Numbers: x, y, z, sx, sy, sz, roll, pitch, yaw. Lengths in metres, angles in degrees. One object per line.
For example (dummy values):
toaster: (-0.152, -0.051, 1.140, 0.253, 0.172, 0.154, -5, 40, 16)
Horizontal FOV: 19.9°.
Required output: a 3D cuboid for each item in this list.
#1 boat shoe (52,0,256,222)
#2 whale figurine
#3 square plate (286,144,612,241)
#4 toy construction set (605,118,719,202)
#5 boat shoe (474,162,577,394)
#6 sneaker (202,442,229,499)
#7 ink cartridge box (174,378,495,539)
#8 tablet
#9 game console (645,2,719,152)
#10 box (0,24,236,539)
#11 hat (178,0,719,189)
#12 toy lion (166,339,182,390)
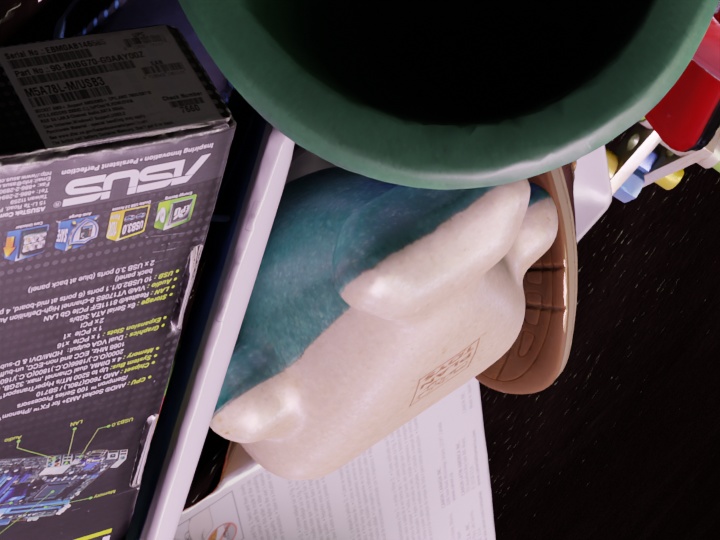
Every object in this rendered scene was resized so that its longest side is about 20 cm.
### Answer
boat shoe: (-0.096, -0.008, 0.631, 0.201, 0.084, 0.069, -57, 173, 7)
whale figurine: (0.000, 0.000, 0.760, 0.158, 0.104, 0.200, -32, 169, -16)
square plate: (0.035, -0.036, 0.930, 0.198, 0.028, 0.201, -44, 143, -21)
toy construction set: (0.207, -0.118, 1.069, 0.199, 0.092, 0.132, -21, -140, 38)
boat shoe: (0.064, -0.051, 0.851, 0.072, 0.072, 0.202, -27, 109, -52)
sneaker: (-0.010, 0.085, 1.011, 0.199, 0.060, 0.105, -28, 123, -40)
ink cartridge box: (-0.033, 0.113, 0.913, 0.199, 0.057, 0.163, -27, 139, -16)
tablet: (-0.055, 0.036, 0.683, 0.130, 0.014, 0.202, -110, -143, -79)
game console: (0.190, -0.184, 0.974, 0.118, 0.173, 0.201, -6, 137, -30)
box: (-0.144, 0.032, 0.547, 0.199, 0.048, 0.194, -13, 143, -29)
hat: (0.036, -0.093, 0.677, 0.165, 0.200, 0.176, -42, 174, -1)
toy lion: (-0.124, 0.093, 0.758, 0.192, 0.068, 0.200, -52, 177, -20)
